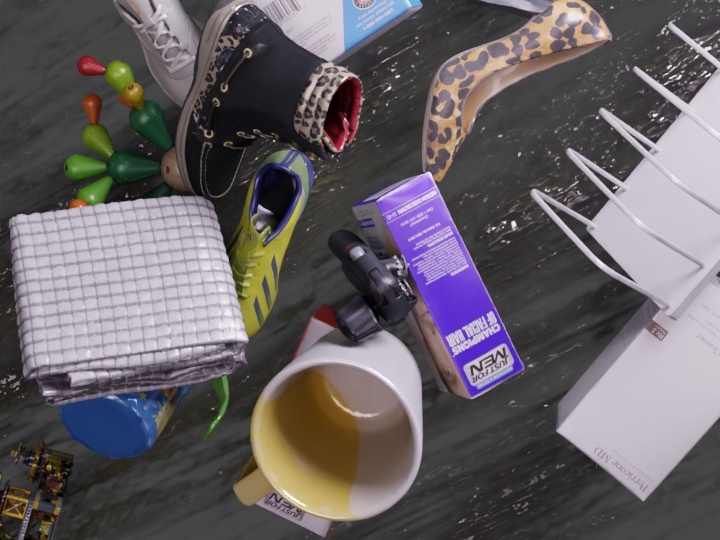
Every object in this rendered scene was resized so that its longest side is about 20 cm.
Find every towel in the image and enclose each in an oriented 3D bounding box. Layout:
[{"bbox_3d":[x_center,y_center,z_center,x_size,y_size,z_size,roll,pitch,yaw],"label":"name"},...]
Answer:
[{"bbox_3d":[-0.214,0.029,1.267,0.198,0.086,0.167,-9,63,-14],"label":"towel"}]

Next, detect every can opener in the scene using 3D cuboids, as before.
[{"bbox_3d":[0.000,0.000,1.267,0.078,0.200,0.064,-22,113,-3],"label":"can opener"}]

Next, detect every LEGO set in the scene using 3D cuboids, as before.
[{"bbox_3d":[-0.372,0.266,1.409,0.115,0.154,0.202,17,112,-11],"label":"LEGO set"}]

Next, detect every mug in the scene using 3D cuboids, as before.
[{"bbox_3d":[-0.026,0.122,1.250,0.184,0.153,0.151,-4,108,12],"label":"mug"}]

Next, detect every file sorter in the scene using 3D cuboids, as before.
[{"bbox_3d":[0.269,-0.090,1.205,0.124,0.139,0.201,25,110,-42],"label":"file sorter"}]

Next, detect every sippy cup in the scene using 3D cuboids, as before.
[{"bbox_3d":[-0.224,0.103,1.335,0.176,0.131,0.141,0,133,17],"label":"sippy cup"}]

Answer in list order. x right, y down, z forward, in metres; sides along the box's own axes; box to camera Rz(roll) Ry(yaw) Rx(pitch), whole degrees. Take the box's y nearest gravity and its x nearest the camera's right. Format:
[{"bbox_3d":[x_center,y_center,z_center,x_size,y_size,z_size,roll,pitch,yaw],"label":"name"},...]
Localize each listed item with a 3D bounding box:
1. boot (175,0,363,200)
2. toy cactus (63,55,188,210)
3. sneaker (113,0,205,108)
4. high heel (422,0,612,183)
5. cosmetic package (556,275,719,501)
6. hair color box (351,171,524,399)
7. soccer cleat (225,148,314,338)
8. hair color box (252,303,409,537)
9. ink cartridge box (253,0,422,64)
[{"bbox_3d":[-0.084,-0.124,1.241,0.153,0.073,0.205,34,127,26],"label":"boot"},{"bbox_3d":[-0.208,-0.104,1.346,0.163,0.102,0.203,1,93,0],"label":"toy cactus"},{"bbox_3d":[-0.192,-0.232,1.309,0.075,0.092,0.201,-26,96,15],"label":"sneaker"},{"bbox_3d":[0.139,-0.160,1.271,0.141,0.071,0.202,18,95,13],"label":"high heel"},{"bbox_3d":[0.283,0.099,1.293,0.112,0.081,0.201,36,104,0],"label":"cosmetic package"},{"bbox_3d":[0.069,0.015,1.295,0.064,0.109,0.201,-29,95,-11],"label":"hair color box"},{"bbox_3d":[-0.101,-0.023,1.337,0.064,0.084,0.202,22,104,5],"label":"soccer cleat"},{"bbox_3d":[-0.036,0.147,1.371,0.101,0.061,0.202,25,103,4],"label":"hair color box"},{"bbox_3d":[-0.057,-0.289,1.277,0.145,0.084,0.201,-30,94,16],"label":"ink cartridge box"}]
